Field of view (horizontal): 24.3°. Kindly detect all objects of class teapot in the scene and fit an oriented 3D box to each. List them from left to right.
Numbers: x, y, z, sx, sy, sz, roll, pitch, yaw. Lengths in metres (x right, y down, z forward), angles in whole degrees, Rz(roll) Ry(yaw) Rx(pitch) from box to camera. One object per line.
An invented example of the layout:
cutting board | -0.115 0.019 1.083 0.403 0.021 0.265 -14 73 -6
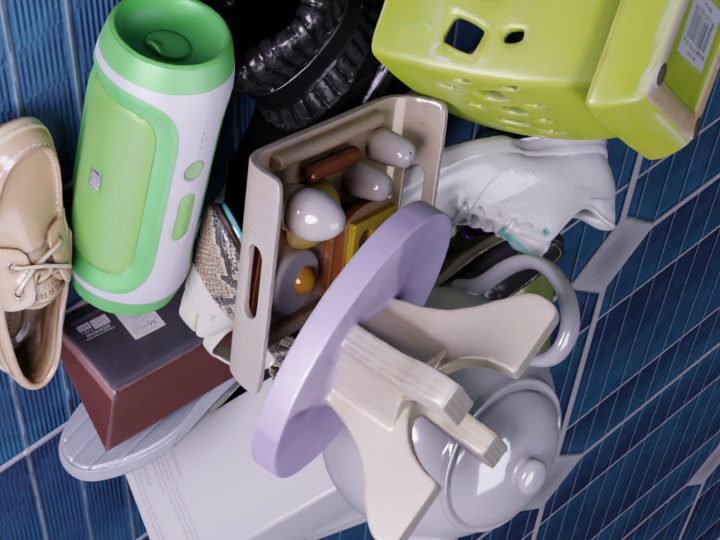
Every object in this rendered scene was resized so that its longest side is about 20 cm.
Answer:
teapot | 0.078 0.113 1.211 0.197 0.146 0.201 -40 133 -22

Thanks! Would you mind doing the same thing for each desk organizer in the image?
desk organizer | -0.122 0.042 1.217 0.199 0.072 0.077 -29 152 -33

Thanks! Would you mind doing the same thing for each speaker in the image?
speaker | -0.131 -0.068 1.021 0.088 0.088 0.201 -26 147 -37

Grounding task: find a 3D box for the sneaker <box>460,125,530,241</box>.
sneaker | 0.126 -0.117 1.307 0.087 0.074 0.202 -32 138 -71

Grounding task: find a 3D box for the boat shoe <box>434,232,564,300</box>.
boat shoe | 0.082 0.034 1.324 0.199 0.065 0.073 -34 148 9

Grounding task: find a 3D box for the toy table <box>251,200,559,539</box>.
toy table | 0.031 0.068 1.068 0.201 0.117 0.184 -59 159 4

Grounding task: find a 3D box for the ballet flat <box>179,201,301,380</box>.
ballet flat | -0.078 0.029 1.134 0.075 0.068 0.200 -32 146 4

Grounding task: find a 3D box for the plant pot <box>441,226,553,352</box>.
plant pot | 0.095 0.049 1.462 0.199 0.199 0.192 -22 134 -42

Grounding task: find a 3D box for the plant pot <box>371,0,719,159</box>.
plant pot | 0.148 -0.186 1.114 0.200 0.180 0.201 20 91 -66

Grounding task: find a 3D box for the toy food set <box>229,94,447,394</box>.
toy food set | -0.009 -0.020 1.079 0.199 0.060 0.145 -28 132 -51

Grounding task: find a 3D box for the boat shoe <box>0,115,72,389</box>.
boat shoe | -0.202 -0.008 1.022 0.071 0.064 0.201 -30 150 -31

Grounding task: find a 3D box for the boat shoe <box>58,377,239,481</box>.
boat shoe | -0.142 0.101 1.271 0.199 0.072 0.062 -36 155 -27

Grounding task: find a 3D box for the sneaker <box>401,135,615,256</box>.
sneaker | 0.106 -0.049 1.229 0.198 0.089 0.075 -10 170 -24

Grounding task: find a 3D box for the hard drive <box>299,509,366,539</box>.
hard drive | 0.002 0.143 1.408 0.198 0.133 0.026 -22 -167 15

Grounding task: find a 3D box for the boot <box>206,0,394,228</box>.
boot | -0.058 -0.105 1.086 0.213 0.079 0.158 -64 159 11

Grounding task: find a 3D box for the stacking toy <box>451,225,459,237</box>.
stacking toy | -0.011 0.010 1.340 0.200 0.085 0.085 -51 155 18

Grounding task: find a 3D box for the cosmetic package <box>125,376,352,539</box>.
cosmetic package | -0.079 0.162 1.347 0.199 0.114 0.081 -29 159 13
